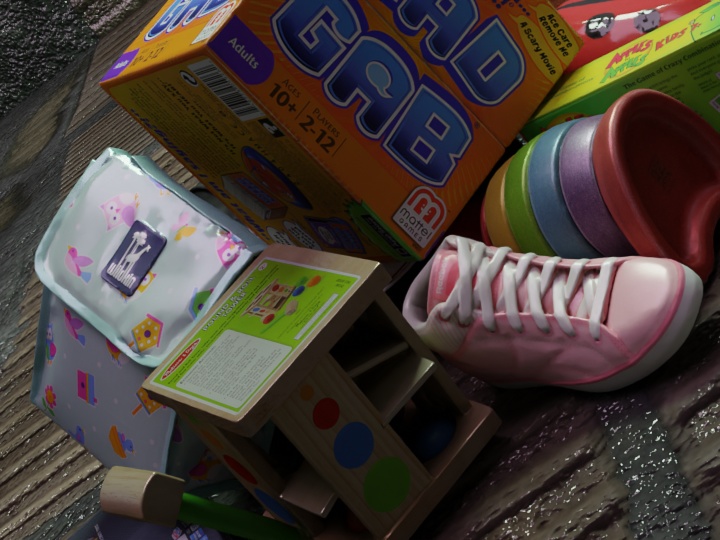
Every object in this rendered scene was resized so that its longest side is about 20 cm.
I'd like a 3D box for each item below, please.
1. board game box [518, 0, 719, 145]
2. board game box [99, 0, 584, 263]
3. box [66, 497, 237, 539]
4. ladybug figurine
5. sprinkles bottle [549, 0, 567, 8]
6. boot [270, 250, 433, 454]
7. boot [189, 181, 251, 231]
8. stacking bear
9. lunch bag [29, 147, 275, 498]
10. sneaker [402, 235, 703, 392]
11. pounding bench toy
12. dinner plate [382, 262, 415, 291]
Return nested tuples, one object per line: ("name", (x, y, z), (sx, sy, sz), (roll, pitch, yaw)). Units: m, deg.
("board game box", (0.212, -0.105, 1.087), (0.200, 0.102, 0.048), (-24, 25, 37))
("board game box", (-0.016, -0.142, 1.146), (0.200, 0.200, 0.200), (-53, 21, -19))
("box", (-0.157, 0.219, 1.145), (0.158, 0.051, 0.200), (-43, 20, -4))
("ladybug figurine", (0.202, -0.162, 1.172), (0.200, 0.072, 0.136), (-9, 30, 26))
("sprinkles bottle", (0.067, -0.205, 1.297), (0.200, 0.068, 0.068), (7, 49, 47))
("boot", (-0.008, 0.041, 1.233), (0.186, 0.064, 0.200), (1, 46, 47))
("boot", (-0.155, -0.006, 1.567), (0.158, 0.079, 0.211), (-46, 21, -14))
("stacking bear", (0.128, -0.031, 1.086), (0.200, 0.114, 0.122), (-26, 24, 46))
("lunch bag", (-0.134, 0.035, 1.132), (0.122, 0.200, 0.170), (-15, 37, -41))
("sneaker", (0.102, 0.022, 0.996), (0.200, 0.105, 0.075), (-15, 52, 54))
("pounding bench toy", (-0.041, 0.113, 0.999), (0.200, 0.156, 0.124), (-48, 29, -20))
("dinner plate", (-0.016, -0.011, 1.235), (0.200, 0.024, 0.200), (-28, 29, 17))
